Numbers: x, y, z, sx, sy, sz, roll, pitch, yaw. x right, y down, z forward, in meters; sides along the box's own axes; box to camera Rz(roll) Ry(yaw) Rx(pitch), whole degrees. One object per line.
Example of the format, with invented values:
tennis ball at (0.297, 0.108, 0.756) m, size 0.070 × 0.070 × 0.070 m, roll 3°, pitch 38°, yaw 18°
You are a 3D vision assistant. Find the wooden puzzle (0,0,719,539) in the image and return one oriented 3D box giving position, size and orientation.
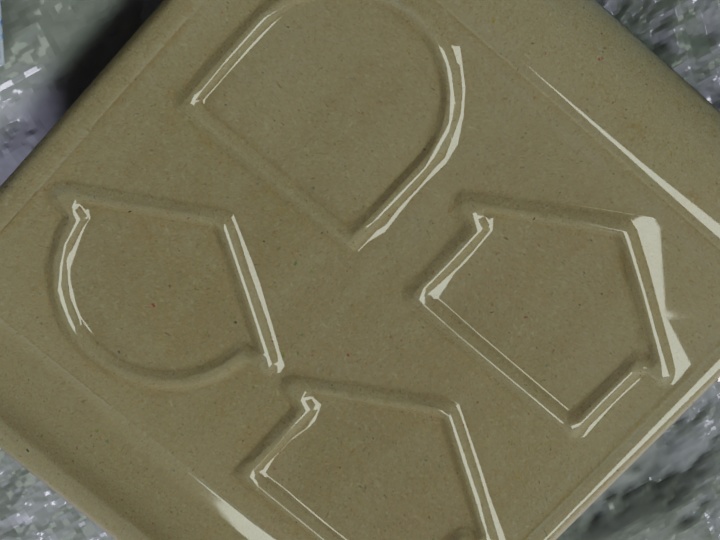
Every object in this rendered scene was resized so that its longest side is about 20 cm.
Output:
wooden puzzle at (0.000, 0.000, 0.763) m, size 0.185 × 0.046 × 0.200 m, roll 40°, pitch 101°, yaw -13°

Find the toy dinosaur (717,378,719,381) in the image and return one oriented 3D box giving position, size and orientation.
toy dinosaur at (0.085, -0.020, 0.821) m, size 0.101 × 0.200 × 0.058 m, roll 113°, pitch 3°, yaw -64°

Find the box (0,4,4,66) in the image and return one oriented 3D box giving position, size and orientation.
box at (-0.185, -0.080, 0.617) m, size 0.199 × 0.048 × 0.122 m, roll -16°, pitch 137°, yaw -19°
